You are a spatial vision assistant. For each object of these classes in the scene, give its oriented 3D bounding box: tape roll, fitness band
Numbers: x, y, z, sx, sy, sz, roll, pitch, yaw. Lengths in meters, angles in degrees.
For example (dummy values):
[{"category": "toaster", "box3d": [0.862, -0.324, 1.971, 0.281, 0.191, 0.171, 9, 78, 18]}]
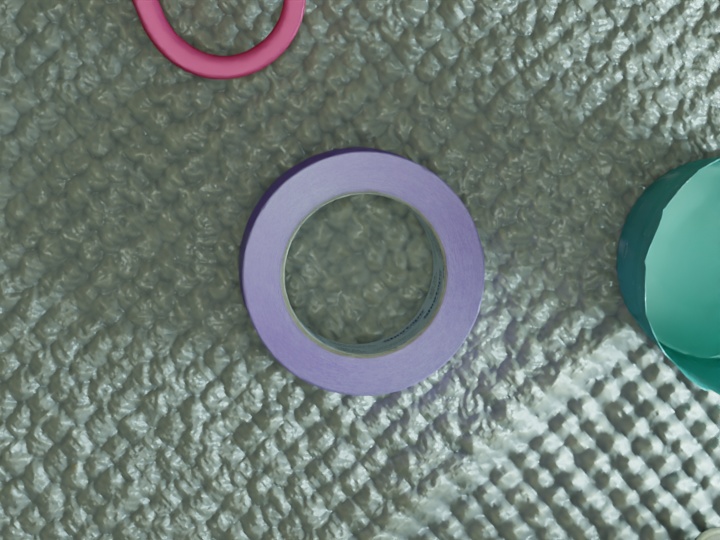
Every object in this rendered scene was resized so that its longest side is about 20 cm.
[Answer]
[{"category": "tape roll", "box3d": [0.000, 0.000, 1.663, 0.199, 0.066, 0.201, -1, 97, -6]}, {"category": "fitness band", "box3d": [-0.123, -0.255, 1.635, 0.143, 0.037, 0.201, -21, 97, -4]}]

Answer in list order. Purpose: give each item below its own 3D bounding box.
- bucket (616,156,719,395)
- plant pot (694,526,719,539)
[{"category": "bucket", "box3d": [0.313, -0.002, 1.662, 0.206, 0.135, 0.208, -1, 97, -6]}, {"category": "plant pot", "box3d": [0.331, 0.343, 1.688, 0.199, 0.200, 0.174, 22, 109, -8]}]
